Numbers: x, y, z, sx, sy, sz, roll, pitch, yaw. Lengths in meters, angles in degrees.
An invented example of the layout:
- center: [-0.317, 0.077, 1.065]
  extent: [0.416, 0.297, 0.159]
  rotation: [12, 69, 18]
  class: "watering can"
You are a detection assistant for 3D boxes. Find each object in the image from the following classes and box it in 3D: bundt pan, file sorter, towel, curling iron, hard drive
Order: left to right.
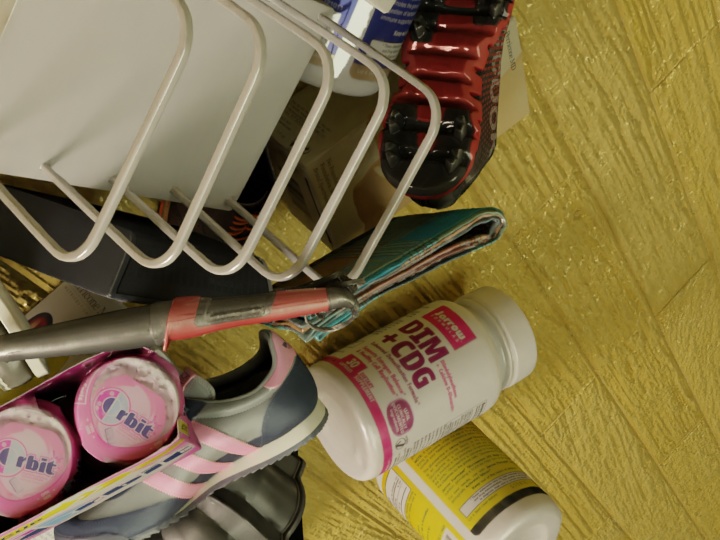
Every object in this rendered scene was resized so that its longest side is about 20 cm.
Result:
- center: [-0.154, -0.015, 0.679]
  extent: [0.134, 0.199, 0.043]
  rotation: [13, 93, -48]
  class: "hard drive"
- center: [-0.144, 0.169, 0.848]
  extent: [0.202, 0.202, 0.076]
  rotation: [-41, 131, -9]
  class: "bundt pan"
- center: [-0.093, 0.030, 0.590]
  extent: [0.198, 0.026, 0.050]
  rotation: [-10, 161, -7]
  class: "curling iron"
- center: [-0.076, -0.076, 0.578]
  extent: [0.199, 0.124, 0.139]
  rotation: [7, 117, -52]
  class: "file sorter"
- center: [0.000, 0.000, 0.747]
  extent: [0.146, 0.200, 0.022]
  rotation: [-29, 98, -15]
  class: "towel"

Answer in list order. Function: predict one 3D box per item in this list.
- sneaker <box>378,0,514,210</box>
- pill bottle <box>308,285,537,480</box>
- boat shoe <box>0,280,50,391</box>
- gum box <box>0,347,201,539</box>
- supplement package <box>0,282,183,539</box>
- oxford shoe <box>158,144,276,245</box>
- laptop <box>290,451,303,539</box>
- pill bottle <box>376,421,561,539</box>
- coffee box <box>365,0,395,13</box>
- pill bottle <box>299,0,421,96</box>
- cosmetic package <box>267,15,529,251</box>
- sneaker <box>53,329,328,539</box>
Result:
- center: [0.063, -0.131, 0.777]
  extent: [0.098, 0.070, 0.202]
  rotation: [61, 41, -68]
  class: "sneaker"
- center: [0.057, 0.096, 1.037]
  extent: [0.199, 0.113, 0.114]
  rotation: [-26, 137, -27]
  class: "pill bottle"
- center: [-0.246, -0.011, 0.613]
  extent: [0.060, 0.202, 0.072]
  rotation: [-38, -175, -15]
  class: "boat shoe"
- center: [-0.189, 0.114, 0.659]
  extent: [0.199, 0.066, 0.114]
  rotation: [-27, 172, -8]
  class: "gum box"
- center: [-0.217, 0.116, 0.790]
  extent: [0.200, 0.114, 0.110]
  rotation: [-43, 142, -10]
  class: "supplement package"
- center: [-0.097, -0.043, 0.801]
  extent: [0.071, 0.072, 0.201]
  rotation: [-26, 137, -27]
  class: "oxford shoe"
- center: [-0.159, 0.255, 1.051]
  extent: [0.186, 0.115, 0.202]
  rotation: [-9, 99, -40]
  class: "laptop"
- center: [0.087, 0.203, 1.087]
  extent: [0.112, 0.200, 0.113]
  rotation: [-25, 137, -26]
  class: "pill bottle"
- center: [-0.044, -0.282, 0.544]
  extent: [0.197, 0.200, 0.201]
  rotation: [23, 104, -51]
  class: "coffee box"
- center: [0.000, -0.221, 0.707]
  extent: [0.115, 0.116, 0.201]
  rotation: [4, 120, -45]
  class: "pill bottle"
- center: [0.029, -0.115, 0.862]
  extent: [0.200, 0.071, 0.105]
  rotation: [-38, 141, -13]
  class: "cosmetic package"
- center: [-0.121, 0.110, 0.751]
  extent: [0.199, 0.070, 0.082]
  rotation: [-30, 113, -20]
  class: "sneaker"
